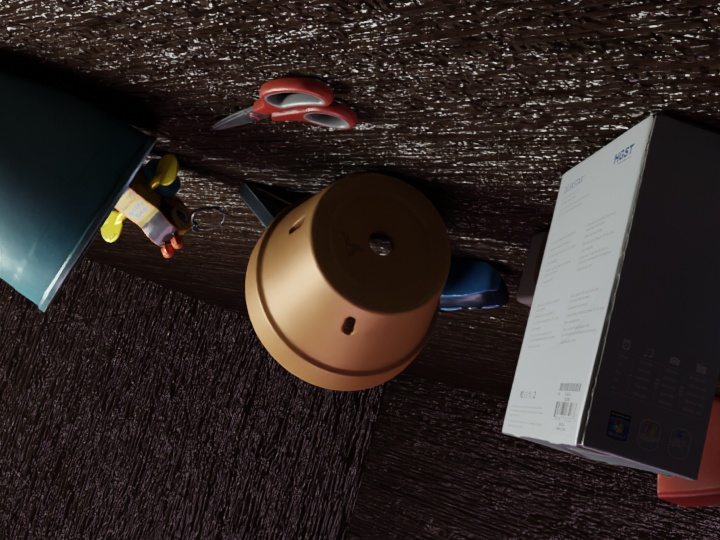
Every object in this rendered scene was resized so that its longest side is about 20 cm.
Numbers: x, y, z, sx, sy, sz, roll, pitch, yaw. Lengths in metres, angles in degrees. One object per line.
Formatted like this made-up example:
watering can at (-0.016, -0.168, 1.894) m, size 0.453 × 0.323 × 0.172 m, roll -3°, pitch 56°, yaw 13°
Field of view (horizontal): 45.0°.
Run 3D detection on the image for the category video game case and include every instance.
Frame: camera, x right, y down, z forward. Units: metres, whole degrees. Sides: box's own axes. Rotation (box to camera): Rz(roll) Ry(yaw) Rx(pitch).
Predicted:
video game case at (-0.039, -0.029, 1.014) m, size 0.199 × 0.019 × 0.143 m, roll 24°, pitch -164°, yaw -42°

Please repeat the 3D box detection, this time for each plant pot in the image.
plant pot at (-0.328, -0.096, 0.832) m, size 0.187 × 0.202 × 0.200 m, roll 33°, pitch 166°, yaw -14°
plant pot at (0.000, 0.000, 0.830) m, size 0.197 × 0.203 × 0.140 m, roll 18°, pitch 154°, yaw -12°
plant pot at (0.665, 0.334, 1.606) m, size 0.174 × 0.203 × 0.199 m, roll -4°, pitch 161°, yaw 35°

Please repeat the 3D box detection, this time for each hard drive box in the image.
hard drive box at (0.170, 0.022, 0.569) m, size 0.076 × 0.203 × 0.156 m, roll 16°, pitch 172°, yaw -5°

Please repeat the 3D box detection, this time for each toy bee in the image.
toy bee at (-0.231, -0.075, 0.992) m, size 0.197 × 0.110 × 0.132 m, roll 12°, pitch 129°, yaw -25°

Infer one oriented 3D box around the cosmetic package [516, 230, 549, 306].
cosmetic package at (0.231, 0.005, 0.761) m, size 0.104 × 0.072 × 0.200 m, roll 20°, pitch 170°, yaw -16°

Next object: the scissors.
scissors at (-0.083, -0.133, 0.702) m, size 0.198 × 0.014 × 0.073 m, roll 9°, pitch 171°, yaw 44°

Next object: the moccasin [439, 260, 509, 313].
moccasin at (0.096, 0.029, 1.100) m, size 0.198 × 0.081 × 0.068 m, roll 9°, pitch 157°, yaw 44°
